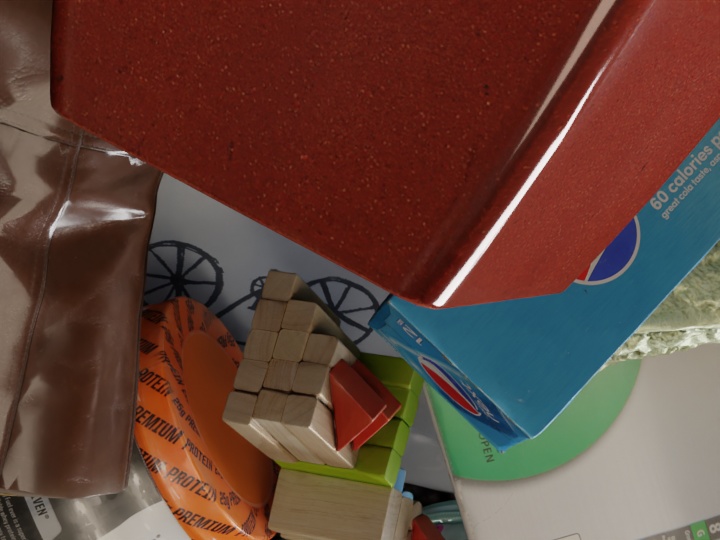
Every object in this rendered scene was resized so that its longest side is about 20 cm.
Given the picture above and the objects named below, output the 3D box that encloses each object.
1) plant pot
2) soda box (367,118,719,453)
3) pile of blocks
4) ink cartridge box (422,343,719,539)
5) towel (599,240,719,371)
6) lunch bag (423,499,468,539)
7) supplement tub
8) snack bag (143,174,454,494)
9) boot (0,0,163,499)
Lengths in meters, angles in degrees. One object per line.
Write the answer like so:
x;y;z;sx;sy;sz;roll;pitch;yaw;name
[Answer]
0.020;-0.097;0.817;0.200;0.200;0.177;29;101;18;plant pot
0.095;-0.034;0.931;0.068;0.064;0.200;43;79;1;soda box
0.010;0.085;1.018;0.062;0.082;0.200;8;136;24;pile of blocks
0.126;0.040;1.014;0.200;0.050;0.161;-17;90;11;ink cartridge box
0.117;-0.043;0.985;0.199;0.036;0.149;-9;84;-7;towel
0.089;0.177;1.154;0.200;0.077;0.161;12;124;-14;lunch bag
-0.137;0.088;1.036;0.200;0.123;0.123;-21;123;17;supplement tub
0.000;0.000;1.066;0.188;0.021;0.200;13;124;-13;snack bag
-0.146;-0.018;0.906;0.186;0.064;0.200;11;104;-18;boot
